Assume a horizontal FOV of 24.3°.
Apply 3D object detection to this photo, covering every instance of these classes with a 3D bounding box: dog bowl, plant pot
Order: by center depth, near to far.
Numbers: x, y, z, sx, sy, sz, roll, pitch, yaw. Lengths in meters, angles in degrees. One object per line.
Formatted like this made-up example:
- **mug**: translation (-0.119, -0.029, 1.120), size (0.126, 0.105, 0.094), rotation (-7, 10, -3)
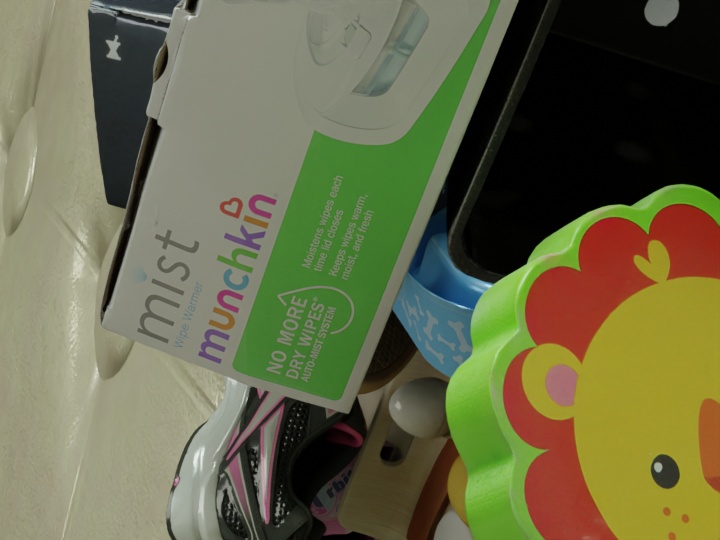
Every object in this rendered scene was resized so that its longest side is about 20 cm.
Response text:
- **plant pot**: translation (0.142, -0.099, 0.577), size (0.178, 0.199, 0.200), rotation (-101, 29, -63)
- **dog bowl**: translation (0.059, -0.007, 0.810), size (0.200, 0.111, 0.050), rotation (-124, 30, -56)

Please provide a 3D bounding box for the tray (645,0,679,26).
- **tray**: translation (0.141, -0.159, 0.783), size (0.200, 0.022, 0.108), rotation (-124, 48, -56)

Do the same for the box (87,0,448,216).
- **box**: translation (-0.012, -0.097, 0.809), size (0.148, 0.200, 0.105), rotation (16, 122, 29)

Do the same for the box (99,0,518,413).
- **box**: translation (-0.006, -0.088, 0.572), size (0.177, 0.096, 0.200), rotation (-77, 7, -60)

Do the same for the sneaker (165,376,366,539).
- **sneaker**: translation (-0.032, 0.070, 0.920), size (0.086, 0.080, 0.201), rotation (4, 66, 23)

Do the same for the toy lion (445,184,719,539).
- **toy lion**: translation (0.125, 0.068, 0.488), size (0.069, 0.200, 0.192), rotation (-36, 64, 59)

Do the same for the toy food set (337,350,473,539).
- **toy food set**: translation (0.046, 0.130, 0.839), size (0.200, 0.060, 0.144), rotation (-121, 46, -56)

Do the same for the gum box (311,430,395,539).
- **gum box**: translation (-0.048, 0.187, 1.014), size (0.113, 0.066, 0.201), rotation (-162, 82, -66)

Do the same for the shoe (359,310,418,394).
- **shoe**: translation (0.000, 0.000, 0.897), size (0.053, 0.070, 0.200), rotation (-49, 19, 37)
